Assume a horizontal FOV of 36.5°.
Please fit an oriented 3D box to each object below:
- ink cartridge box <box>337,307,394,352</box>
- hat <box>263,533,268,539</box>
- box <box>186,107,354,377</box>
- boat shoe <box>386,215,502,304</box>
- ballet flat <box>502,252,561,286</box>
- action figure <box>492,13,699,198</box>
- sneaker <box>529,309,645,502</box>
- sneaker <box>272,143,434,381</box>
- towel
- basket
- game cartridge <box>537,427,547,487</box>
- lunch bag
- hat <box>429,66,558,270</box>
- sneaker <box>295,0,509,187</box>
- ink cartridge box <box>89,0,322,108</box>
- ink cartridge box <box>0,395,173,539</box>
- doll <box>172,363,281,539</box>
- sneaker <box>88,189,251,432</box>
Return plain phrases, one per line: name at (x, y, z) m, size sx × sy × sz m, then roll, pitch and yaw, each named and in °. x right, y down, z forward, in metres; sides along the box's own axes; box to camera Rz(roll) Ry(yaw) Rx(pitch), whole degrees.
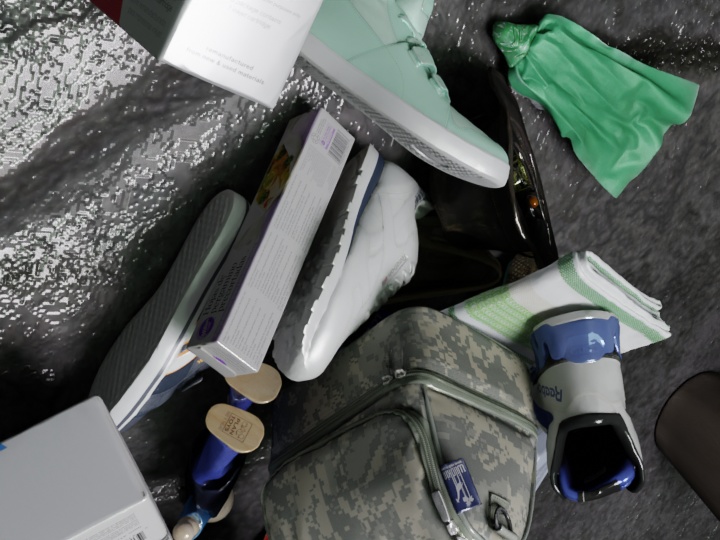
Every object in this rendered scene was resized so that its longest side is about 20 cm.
ink cartridge box at (0.043, 0.124, 0.962) m, size 0.199 × 0.076 × 0.137 m, roll 28°, pitch 98°, yaw -43°
hat at (-0.055, 0.259, 0.903) m, size 0.200 × 0.165 × 0.176 m, roll -50°, pitch 178°, yaw 42°
box at (-0.059, -0.023, 0.760) m, size 0.041 × 0.038 × 0.202 m, roll 38°, pitch 58°, yaw -31°
boat shoe at (0.022, -0.003, 0.881) m, size 0.199 × 0.063 × 0.074 m, roll -2°, pitch 118°, yaw -33°
ballet flat at (0.145, 0.068, 0.939) m, size 0.070 × 0.065 × 0.202 m, roll 39°, pitch 55°, yaw -41°
action figure at (0.181, -0.154, 0.907) m, size 0.199 × 0.055 × 0.119 m, roll 27°, pitch 101°, yaw -34°
sneaker at (0.161, 0.120, 0.808) m, size 0.080 × 0.116 × 0.200 m, roll -6°, pitch 154°, yaw 8°
sneaker at (0.000, 0.000, 0.793) m, size 0.080 × 0.076 × 0.201 m, roll 36°, pitch 55°, yaw -21°
towel at (0.113, 0.045, 0.818) m, size 0.199 × 0.031 × 0.149 m, roll -22°, pitch 146°, yaw 32°
basket at (0.430, 0.211, 1.193) m, size 0.136 × 0.200 × 0.181 m, roll 34°, pitch 94°, yaw -41°
game cartridge at (0.135, 0.224, 1.057) m, size 0.133 × 0.040 × 0.201 m, roll -30°, pitch 150°, yaw -57°
lunch bag at (0.027, 0.147, 0.772) m, size 0.139 × 0.169 × 0.199 m, roll 28°, pitch 135°, yaw -32°
hat at (0.098, -0.061, 0.852) m, size 0.080 × 0.202 × 0.202 m, roll -14°, pitch 131°, yaw 14°
sneaker at (0.043, -0.151, 0.742) m, size 0.200 × 0.074 × 0.119 m, roll 38°, pitch 87°, yaw 3°
ink cartridge box at (-0.069, -0.220, 0.638) m, size 0.083 × 0.145 × 0.201 m, roll 18°, pitch 105°, yaw -38°
ink cartridge box at (-0.214, 0.187, 0.765) m, size 0.145 × 0.085 × 0.201 m, roll -27°, pitch 157°, yaw -15°
doll at (-0.110, 0.148, 0.844) m, size 0.048 × 0.137 × 0.201 m, roll 21°, pitch 146°, yaw -3°
sneaker at (-0.120, 0.045, 0.801) m, size 0.079 × 0.078 × 0.201 m, roll 33°, pitch 94°, yaw -31°
